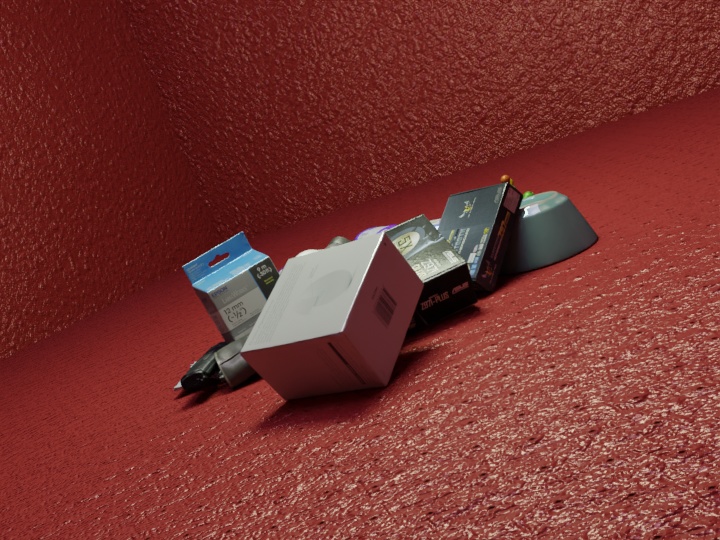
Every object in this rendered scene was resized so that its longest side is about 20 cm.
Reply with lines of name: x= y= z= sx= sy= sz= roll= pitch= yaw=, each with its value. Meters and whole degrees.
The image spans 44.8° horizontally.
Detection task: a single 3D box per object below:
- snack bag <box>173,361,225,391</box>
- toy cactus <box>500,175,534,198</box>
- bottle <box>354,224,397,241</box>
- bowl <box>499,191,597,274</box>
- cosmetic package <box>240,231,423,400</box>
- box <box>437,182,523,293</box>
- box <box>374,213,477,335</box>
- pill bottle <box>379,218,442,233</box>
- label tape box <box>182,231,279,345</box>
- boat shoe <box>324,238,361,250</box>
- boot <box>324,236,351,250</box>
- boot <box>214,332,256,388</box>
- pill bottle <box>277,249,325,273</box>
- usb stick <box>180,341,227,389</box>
snack bag: x=-0.250 y=0.178 z=1.672 sx=0.199 sy=0.021 sz=0.189 roll=-20 pitch=9 yaw=6
toy cactus: x=0.303 y=-0.101 z=1.780 sx=0.200 sy=0.102 sz=0.165 roll=36 pitch=80 yaw=34
bottle: x=0.062 y=-0.065 z=1.936 sx=0.083 sy=0.065 sz=0.200 roll=-26 pitch=11 yaw=-26
bowl: x=0.324 y=-0.078 z=1.611 sx=0.200 sy=0.105 sz=0.201 roll=-20 pitch=8 yaw=3
cosmetic package: x=-0.039 y=0.071 z=1.295 sx=0.200 sy=0.123 sz=0.200 roll=-13 pitch=39 yaw=37
box: x=0.197 y=-0.053 z=1.573 sx=0.158 sy=0.051 sz=0.200 roll=-8 pitch=55 yaw=55
box: x=0.080 y=0.008 z=1.482 sx=0.163 sy=0.086 sz=0.200 roll=-24 pitch=33 yaw=-6
pill bottle: x=0.099 y=-0.036 z=1.771 sx=0.199 sy=0.112 sz=0.112 roll=-11 pitch=11 yaw=14
label tape box: x=-0.221 y=0.041 z=1.649 sx=0.143 sy=0.200 sz=0.066 roll=-32 pitch=7 yaw=-25
boat shoe: x=-0.047 y=-0.028 z=1.905 sx=0.199 sy=0.067 sz=0.074 roll=-9 pitch=-18 yaw=21
boot: x=0.000 y=0.021 z=1.687 sx=0.200 sy=0.070 sz=0.132 roll=23 pitch=36 yaw=9
boot: x=-0.147 y=0.137 z=1.515 sx=0.200 sy=0.073 sz=0.182 roll=-28 pitch=26 yaw=-12
pill bottle: x=-0.116 y=0.028 z=1.818 sx=0.112 sy=0.113 sz=0.200 roll=-28 pitch=-5 yaw=-36
usb stick: x=-0.279 y=0.172 z=1.596 sx=0.055 sy=0.033 sz=0.200 roll=-26 pitch=7 yaw=9
